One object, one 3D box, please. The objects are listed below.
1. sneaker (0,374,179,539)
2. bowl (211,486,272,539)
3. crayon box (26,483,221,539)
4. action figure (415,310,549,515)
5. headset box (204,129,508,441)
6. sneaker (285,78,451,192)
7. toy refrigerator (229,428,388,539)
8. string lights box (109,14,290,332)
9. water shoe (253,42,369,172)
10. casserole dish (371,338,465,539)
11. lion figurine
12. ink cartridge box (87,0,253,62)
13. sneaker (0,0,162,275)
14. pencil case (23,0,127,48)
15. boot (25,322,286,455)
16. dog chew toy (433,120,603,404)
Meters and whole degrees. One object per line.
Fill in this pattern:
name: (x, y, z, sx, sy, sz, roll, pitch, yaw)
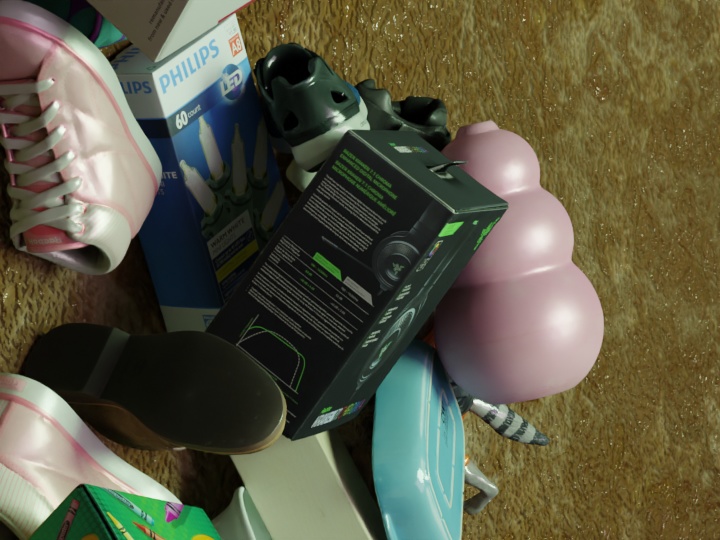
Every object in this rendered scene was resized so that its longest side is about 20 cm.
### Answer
sneaker: (-0.186, 0.162, 1.516, 0.200, 0.075, 0.105, 48, 51, -39)
bowl: (-0.073, 0.257, 1.655, 0.202, 0.090, 0.201, 62, 2, -4)
crayon box: (-0.182, 0.222, 1.451, 0.200, 0.058, 0.119, -46, 148, 15)
action figure: (0.072, 0.065, 1.880, 0.194, 0.104, 0.201, 54, 46, -42)
headset box: (0.000, 0.000, 1.599, 0.200, 0.093, 0.174, -55, 169, 10)
sneaker: (0.051, -0.066, 1.793, 0.199, 0.077, 0.111, 32, 96, -23)
toy refrigerator: (-0.027, 0.179, 1.680, 0.201, 0.070, 0.076, 61, 9, 11)
string lights box: (-0.109, -0.064, 1.642, 0.103, 0.059, 0.201, -43, 126, -46)
water shoe: (-0.036, -0.125, 1.662, 0.071, 0.200, 0.079, -27, 104, -5)
casserole dish: (0.044, 0.130, 1.717, 0.200, 0.039, 0.122, -85, 159, -53)
lion figurine: (-0.004, 0.182, 1.769, 0.123, 0.072, 0.201, 95, -4, -81)
ink cartridge box: (-0.141, -0.243, 1.466, 0.200, 0.084, 0.145, 43, 42, 7)
sneaker: (-0.193, -0.075, 1.502, 0.200, 0.075, 0.105, 58, 42, -46)
pencil case: (-0.144, -0.206, 1.559, 0.200, 0.085, 0.093, -35, 134, -50)
boot: (-0.117, 0.084, 1.516, 0.074, 0.199, 0.076, -59, 139, -24)
dog chew toy: (0.104, -0.008, 1.731, 0.124, 0.124, 0.201, -15, 94, -55)
